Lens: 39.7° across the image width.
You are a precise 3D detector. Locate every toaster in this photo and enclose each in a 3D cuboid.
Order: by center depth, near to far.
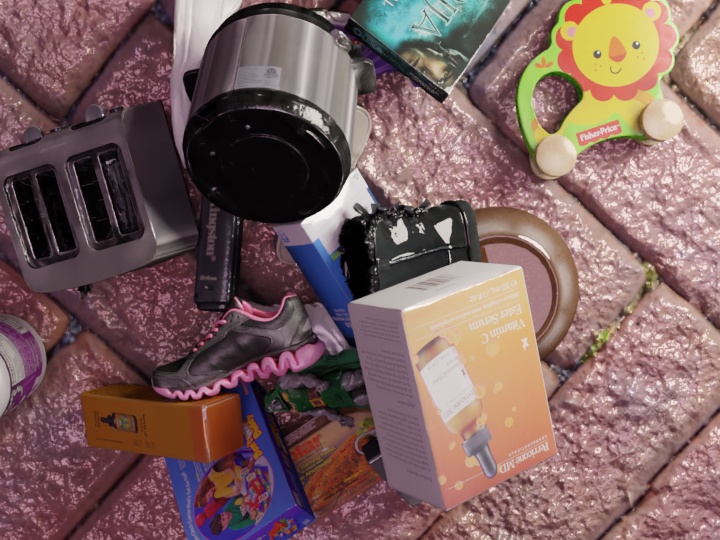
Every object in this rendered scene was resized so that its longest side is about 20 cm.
[{"bbox_3d":[-0.290,-0.073,1.104,0.178,0.119,0.203,-13,96,18],"label":"toaster"}]

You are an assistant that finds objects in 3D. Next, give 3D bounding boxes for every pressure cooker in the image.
[{"bbox_3d":[-0.085,-0.174,1.030,0.174,0.202,0.178,26,136,-26],"label":"pressure cooker"}]

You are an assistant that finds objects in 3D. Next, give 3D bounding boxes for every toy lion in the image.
[{"bbox_3d":[0.266,-0.222,1.128,0.197,0.069,0.194,-18,90,4],"label":"toy lion"}]

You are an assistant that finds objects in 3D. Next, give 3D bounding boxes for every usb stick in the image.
[{"bbox_3d":[-0.159,-0.055,1.142,0.055,0.033,0.204,2,84,16],"label":"usb stick"}]

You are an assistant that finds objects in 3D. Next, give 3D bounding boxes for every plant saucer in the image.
[{"bbox_3d":[0.162,0.027,1.171,0.197,0.037,0.204,0,97,1],"label":"plant saucer"}]

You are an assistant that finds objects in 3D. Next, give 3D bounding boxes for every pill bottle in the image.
[{"bbox_3d":[-0.431,0.119,1.107,0.110,0.200,0.114,0,98,1],"label":"pill bottle"}]

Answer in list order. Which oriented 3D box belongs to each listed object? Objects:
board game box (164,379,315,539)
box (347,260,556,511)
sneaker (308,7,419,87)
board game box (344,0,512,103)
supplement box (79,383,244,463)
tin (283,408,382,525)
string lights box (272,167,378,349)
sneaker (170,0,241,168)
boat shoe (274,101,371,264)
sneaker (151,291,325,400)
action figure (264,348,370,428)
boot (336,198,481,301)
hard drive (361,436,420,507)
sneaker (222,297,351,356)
[{"bbox_3d":[-0.145,0.231,1.129,0.134,0.201,0.045,-35,136,6],"label":"board game box"},{"bbox_3d":[0.094,0.109,1.002,0.151,0.106,0.203,-20,102,-28],"label":"box"},{"bbox_3d":[-0.013,-0.247,1.117,0.197,0.081,0.085,10,104,-1],"label":"sneaker"},{"bbox_3d":[0.090,-0.299,1.090,0.134,0.028,0.201,35,70,-5],"label":"board game box"},{"bbox_3d":[-0.229,0.170,1.136,0.197,0.069,0.068,0,99,31],"label":"supplement box"},{"bbox_3d":[-0.045,0.228,1.181,0.199,0.042,0.112,-33,123,4],"label":"tin"},{"bbox_3d":[0.000,0.000,1.110,0.103,0.059,0.201,-45,115,-31],"label":"string lights box"},{"bbox_3d":[-0.168,-0.215,1.122,0.087,0.075,0.204,2,92,-6],"label":"sneaker"},{"bbox_3d":[-0.047,-0.104,1.153,0.066,0.057,0.202,20,103,-28],"label":"boat shoe"},{"bbox_3d":[-0.141,0.078,1.096,0.197,0.079,0.097,-17,101,4],"label":"sneaker"},{"bbox_3d":[-0.025,0.133,1.107,0.198,0.055,0.119,-13,126,30],"label":"action figure"},{"bbox_3d":[0.063,0.018,1.077,0.161,0.073,0.202,-12,93,-39],"label":"boot"},{"bbox_3d":[0.113,0.186,1.154,0.199,0.033,0.140,-34,139,4],"label":"hard drive"},{"bbox_3d":[-0.067,0.072,1.172,0.198,0.074,0.088,25,81,-6],"label":"sneaker"}]
